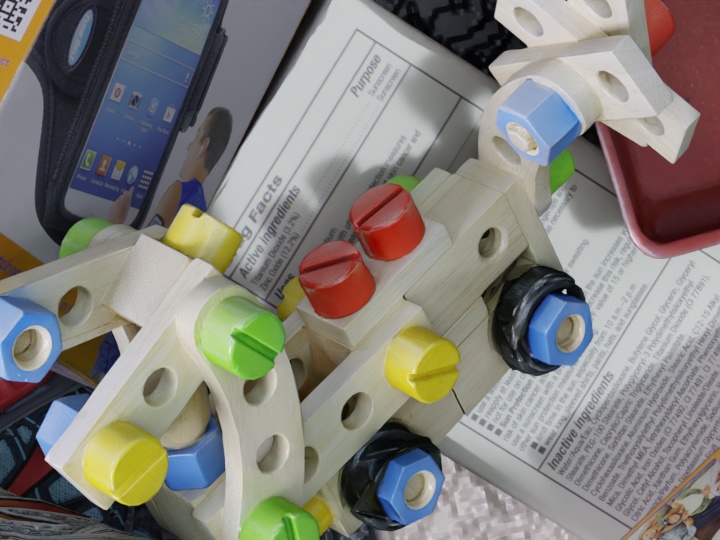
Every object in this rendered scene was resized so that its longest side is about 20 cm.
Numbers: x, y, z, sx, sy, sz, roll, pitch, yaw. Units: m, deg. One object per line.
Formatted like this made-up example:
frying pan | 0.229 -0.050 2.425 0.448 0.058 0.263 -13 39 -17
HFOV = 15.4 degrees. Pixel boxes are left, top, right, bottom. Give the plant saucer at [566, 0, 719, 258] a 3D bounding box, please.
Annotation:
plant saucer | 0.134 -0.119 0.782 0.199 0.037 0.201 -15 85 -18

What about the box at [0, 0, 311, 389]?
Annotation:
box | -0.059 -0.076 0.710 0.041 0.119 0.201 24 82 25

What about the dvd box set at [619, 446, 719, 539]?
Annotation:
dvd box set | 0.164 0.061 0.782 0.200 0.029 0.147 -41 142 -12

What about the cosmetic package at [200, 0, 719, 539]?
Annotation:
cosmetic package | 0.047 0.008 0.804 0.199 0.073 0.104 33 92 -9

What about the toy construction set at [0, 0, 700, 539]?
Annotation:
toy construction set | 0.000 0.000 0.690 0.200 0.092 0.131 -35 128 -8

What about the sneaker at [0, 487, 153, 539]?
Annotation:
sneaker | -0.090 0.081 0.657 0.199 0.082 0.078 21 73 -36

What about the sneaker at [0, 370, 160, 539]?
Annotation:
sneaker | -0.099 0.081 0.736 0.095 0.200 0.080 29 134 9
